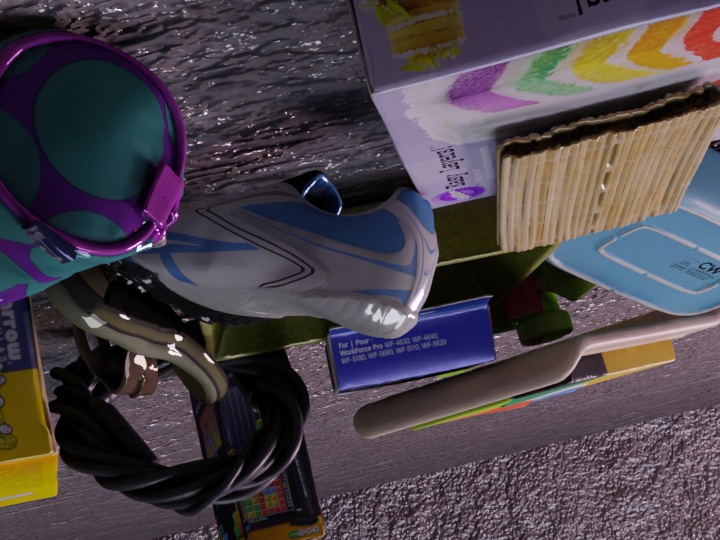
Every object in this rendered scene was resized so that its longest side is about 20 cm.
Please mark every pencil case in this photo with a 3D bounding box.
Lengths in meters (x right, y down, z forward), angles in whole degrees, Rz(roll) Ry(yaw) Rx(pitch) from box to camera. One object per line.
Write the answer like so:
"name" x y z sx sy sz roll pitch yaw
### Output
"pencil case" -0.152 -0.015 0.565 0.200 0.092 0.085 -24 -153 46

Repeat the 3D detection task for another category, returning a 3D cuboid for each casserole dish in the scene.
"casserole dish" 0.180 -0.021 0.850 0.200 0.039 0.121 20 144 -38

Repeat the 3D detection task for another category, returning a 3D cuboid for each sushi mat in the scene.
"sushi mat" 0.108 -0.041 0.659 0.095 0.012 0.200 -15 169 3

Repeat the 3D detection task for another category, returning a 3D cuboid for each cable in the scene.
"cable" -0.117 0.086 0.924 0.163 0.051 0.200 -2 -152 -12

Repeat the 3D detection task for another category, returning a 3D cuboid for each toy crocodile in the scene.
"toy crocodile" 0.084 0.029 1.030 0.200 0.068 0.062 -23 164 30

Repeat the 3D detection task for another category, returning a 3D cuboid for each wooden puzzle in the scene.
"wooden puzzle" 0.121 0.069 0.949 0.185 0.037 0.200 -23 173 41

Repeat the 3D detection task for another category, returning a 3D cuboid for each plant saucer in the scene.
"plant saucer" 0.000 0.000 0.855 0.200 0.048 0.200 -11 170 -7

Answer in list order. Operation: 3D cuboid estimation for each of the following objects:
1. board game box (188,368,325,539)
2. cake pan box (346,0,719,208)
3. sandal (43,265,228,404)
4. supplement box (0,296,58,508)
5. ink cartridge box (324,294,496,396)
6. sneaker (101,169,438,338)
"board game box" -0.086 0.138 1.109 0.057 0.166 0.200 -12 167 -14
"cake pan box" 0.098 -0.086 0.591 0.184 0.052 0.200 -11 168 5
"sandal" -0.136 0.035 0.805 0.057 0.080 0.201 -43 155 1
"supplement box" -0.239 0.079 0.842 0.109 0.109 0.200 -10 166 -14
"ink cartridge box" 0.028 0.051 0.908 0.099 0.039 0.200 -11 173 -2
"sneaker" -0.051 -0.012 0.687 0.200 0.073 0.072 6 160 32
